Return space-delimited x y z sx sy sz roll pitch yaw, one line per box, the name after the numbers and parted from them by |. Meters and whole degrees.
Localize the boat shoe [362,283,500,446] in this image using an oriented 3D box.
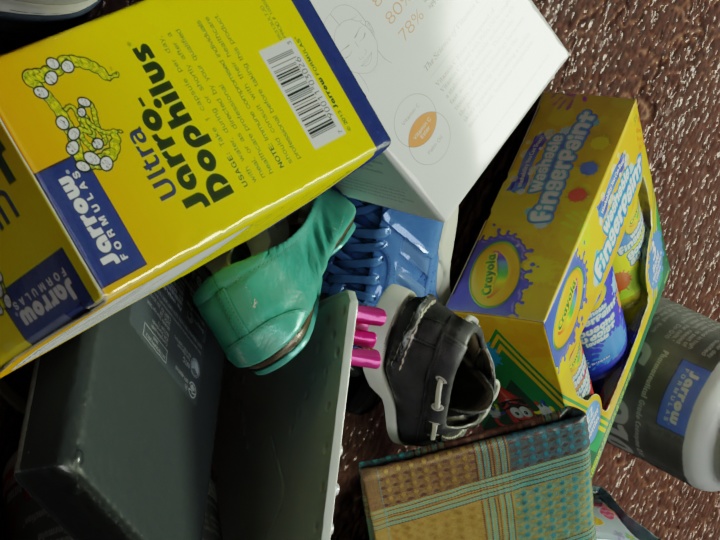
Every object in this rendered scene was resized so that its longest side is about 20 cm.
0.052 0.066 1.149 0.074 0.060 0.200 -64 161 -18 | boat shoe

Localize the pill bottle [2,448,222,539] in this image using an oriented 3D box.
-0.122 0.188 1.010 0.116 0.115 0.202 31 42 -53 | pill bottle

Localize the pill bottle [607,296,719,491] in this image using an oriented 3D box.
0.232 0.088 1.390 0.113 0.199 0.115 -27 129 -39 | pill bottle

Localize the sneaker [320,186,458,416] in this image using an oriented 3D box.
0.001 0.000 1.163 0.111 0.076 0.201 -46 147 -37 | sneaker

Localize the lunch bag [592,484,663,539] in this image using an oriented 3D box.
0.086 0.227 1.354 0.198 0.127 0.171 10 104 -27 | lunch bag

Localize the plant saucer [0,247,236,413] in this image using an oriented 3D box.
-0.134 -0.015 1.032 0.199 0.029 0.202 -28 131 -39 | plant saucer

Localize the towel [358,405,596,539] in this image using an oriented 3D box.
0.077 0.168 1.215 0.145 0.022 0.201 -14 135 -4 | towel

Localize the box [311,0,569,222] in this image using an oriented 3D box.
-0.001 -0.141 1.024 0.125 0.097 0.200 -52 126 -16 | box

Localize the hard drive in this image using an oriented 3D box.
-0.110 0.046 0.955 0.140 0.033 0.201 59 28 -48 | hard drive

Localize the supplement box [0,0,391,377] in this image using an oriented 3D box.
-0.101 -0.050 0.867 0.200 0.109 0.110 -32 91 -47 | supplement box

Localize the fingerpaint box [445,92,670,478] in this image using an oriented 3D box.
0.138 0.011 1.289 0.201 0.073 0.168 -63 148 -36 | fingerpaint box

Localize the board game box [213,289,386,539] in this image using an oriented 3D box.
-0.043 0.126 1.048 0.026 0.200 0.202 12 75 -20 | board game box

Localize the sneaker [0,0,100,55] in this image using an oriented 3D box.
-0.210 -0.137 0.835 0.200 0.146 0.078 17 77 -13 | sneaker

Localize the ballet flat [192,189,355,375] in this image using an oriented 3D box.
-0.046 -0.017 1.032 0.071 0.067 0.200 55 18 -15 | ballet flat
